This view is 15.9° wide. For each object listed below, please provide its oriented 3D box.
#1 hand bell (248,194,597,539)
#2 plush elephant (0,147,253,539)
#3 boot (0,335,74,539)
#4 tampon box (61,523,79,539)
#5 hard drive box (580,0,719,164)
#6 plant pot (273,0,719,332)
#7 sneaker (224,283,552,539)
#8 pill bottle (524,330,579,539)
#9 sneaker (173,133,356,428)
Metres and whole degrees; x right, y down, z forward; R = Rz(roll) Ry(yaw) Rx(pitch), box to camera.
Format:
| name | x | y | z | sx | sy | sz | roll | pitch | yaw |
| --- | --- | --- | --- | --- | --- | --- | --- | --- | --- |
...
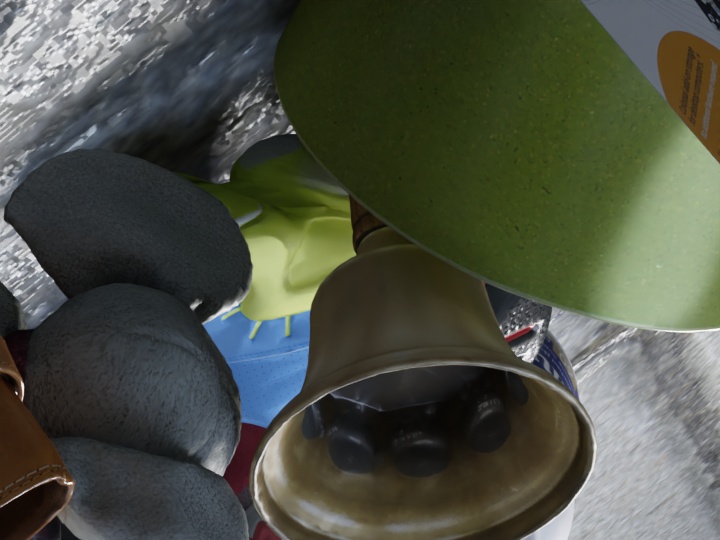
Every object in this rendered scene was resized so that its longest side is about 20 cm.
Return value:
| name | x | y | z | sx | sy | sz | roll | pitch | yaw |
| --- | --- | --- | --- | --- | --- | --- | --- | --- | --- |
| hand bell | 0.009 | -0.016 | 0.824 | 0.104 | 0.200 | 0.104 | -4 | 140 | -4 |
| plush elephant | -0.102 | 0.051 | 0.777 | 0.200 | 0.154 | 0.165 | 94 | 6 | -48 |
| boot | -0.180 | 0.054 | 0.655 | 0.200 | 0.155 | 0.077 | -37 | 163 | -2 |
| tampon box | -0.134 | 0.140 | 0.983 | 0.150 | 0.126 | 0.200 | -28 | 163 | 1 |
| hard drive box | 0.069 | -0.131 | 0.615 | 0.077 | 0.200 | 0.156 | -35 | 162 | -7 |
| plant pot | 0.092 | -0.117 | 0.781 | 0.187 | 0.187 | 0.200 | -19 | 140 | -47 |
| sneaker | -0.011 | 0.043 | 0.991 | 0.200 | 0.087 | 0.074 | -44 | 164 | 34 |
| pill bottle | 0.042 | 0.088 | 1.142 | 0.111 | 0.111 | 0.200 | -43 | -173 | 14 |
| sneaker | 0.000 | 0.000 | 0.918 | 0.199 | 0.076 | 0.105 | -12 | 120 | -8 |
